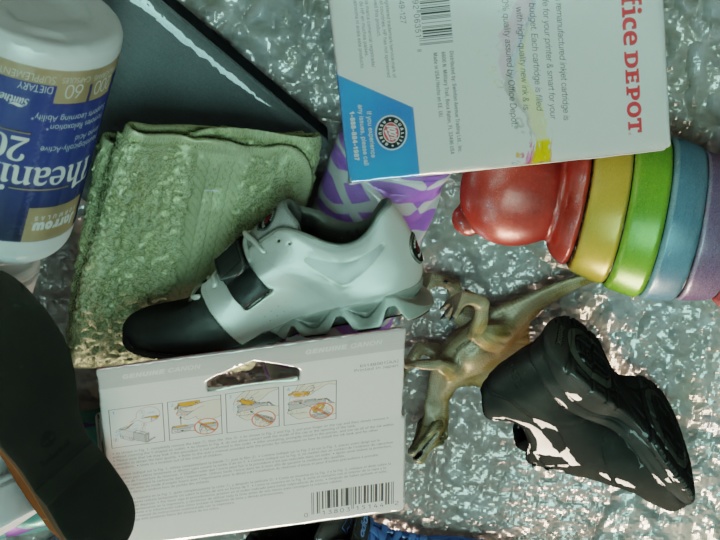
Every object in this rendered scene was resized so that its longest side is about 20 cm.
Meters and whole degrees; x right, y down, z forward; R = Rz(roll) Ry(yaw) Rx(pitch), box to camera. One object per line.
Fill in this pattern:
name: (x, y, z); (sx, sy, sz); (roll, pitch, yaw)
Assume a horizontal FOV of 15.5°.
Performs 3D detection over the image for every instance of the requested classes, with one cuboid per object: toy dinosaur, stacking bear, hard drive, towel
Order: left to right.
hard drive: (-0.139, -0.102, 1.697); (0.200, 0.033, 0.140); (39, 111, -20)
towel: (-0.112, -0.012, 1.696); (0.147, 0.037, 0.201); (1, 130, -21)
toy dinosaur: (0.083, 0.039, 1.780); (0.101, 0.058, 0.200); (33, 111, -36)
stacking bear: (0.161, -0.042, 1.701); (0.198, 0.114, 0.122); (11, 118, -2)

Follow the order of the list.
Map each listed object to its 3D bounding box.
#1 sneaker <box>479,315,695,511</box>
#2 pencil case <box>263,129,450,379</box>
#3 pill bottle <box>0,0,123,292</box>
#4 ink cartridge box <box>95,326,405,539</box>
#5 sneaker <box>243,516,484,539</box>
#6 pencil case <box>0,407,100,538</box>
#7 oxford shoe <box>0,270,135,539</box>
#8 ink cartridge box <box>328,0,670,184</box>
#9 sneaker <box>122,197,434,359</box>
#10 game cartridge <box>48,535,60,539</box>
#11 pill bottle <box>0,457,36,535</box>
sneaker: (0.155, 0.107, 1.792); (0.090, 0.076, 0.200); (-31, 128, 23)
pencil case: (0.000, 0.000, 1.732); (0.085, 0.084, 0.201); (-10, 130, -41)
pill bottle: (-0.221, -0.075, 1.627); (0.110, 0.111, 0.201); (14, 118, -9)
ink cartridge box: (-0.070, 0.097, 1.696); (0.198, 0.045, 0.177); (-7, 134, -8)
sneaker: (0.015, 0.199, 1.841); (0.198, 0.077, 0.112); (-8, 125, 7)
pencil case: (-0.252, 0.146, 1.800); (0.198, 0.092, 0.086); (-8, 82, 4)
oxford shoe: (-0.211, 0.088, 1.641); (0.071, 0.071, 0.201); (-31, 114, -25)
ink cartridge box: (0.082, -0.158, 1.609); (0.198, 0.145, 0.148); (-5, 120, 1)
sneaker: (-0.060, 0.000, 1.660); (0.198, 0.074, 0.089); (-13, 109, 5)
game cartridge: (-0.150, 0.257, 1.895); (0.129, 0.038, 0.200); (-39, 113, 13)
pill bottle: (-0.287, 0.085, 1.707); (0.112, 0.112, 0.201); (-32, 86, 15)
